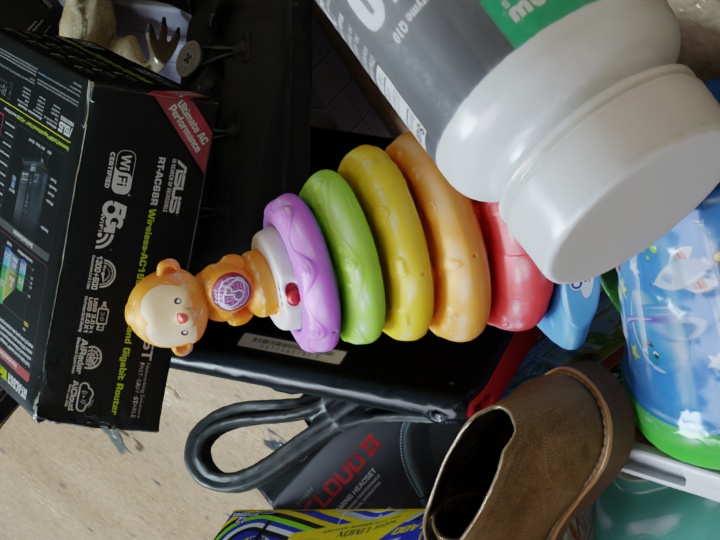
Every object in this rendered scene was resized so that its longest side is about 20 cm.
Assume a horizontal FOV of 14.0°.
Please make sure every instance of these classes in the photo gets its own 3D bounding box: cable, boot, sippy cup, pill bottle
[{"bbox_3d":[0.004,0.065,1.526,0.097,0.200,0.050,54,-163,13],"label":"cable"},{"bbox_3d":[0.048,0.123,1.302,0.074,0.075,0.200,48,133,30],"label":"boot"},{"bbox_3d":[-0.072,-0.075,1.371,0.065,0.201,0.165,6,170,-25],"label":"boot"},{"bbox_3d":[0.164,-0.007,1.244,0.177,0.140,0.131,-6,127,20],"label":"sippy cup"},{"bbox_3d":[0.056,-0.101,1.167,0.200,0.113,0.113,54,162,20],"label":"pill bottle"}]

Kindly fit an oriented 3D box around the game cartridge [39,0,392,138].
[{"bbox_3d":[-0.073,-0.101,1.534,0.200,0.038,0.130,11,148,47],"label":"game cartridge"}]

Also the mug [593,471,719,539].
[{"bbox_3d":[0.177,0.109,1.389,0.115,0.152,0.185,50,155,-20],"label":"mug"}]

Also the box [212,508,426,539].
[{"bbox_3d":[0.010,0.166,1.482,0.199,0.064,0.070,-4,127,37],"label":"box"}]

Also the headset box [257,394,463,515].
[{"bbox_3d":[0.052,0.120,1.583,0.200,0.149,0.077,44,176,-10],"label":"headset box"}]

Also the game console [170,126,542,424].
[{"bbox_3d":[0.000,0.000,1.390,0.199,0.177,0.031,9,134,25],"label":"game console"}]

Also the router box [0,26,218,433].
[{"bbox_3d":[-0.135,-0.023,1.340,0.062,0.151,0.200,8,-171,-23],"label":"router box"}]

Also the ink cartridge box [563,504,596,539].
[{"bbox_3d":[0.124,0.138,1.455,0.047,0.200,0.160,-15,123,37],"label":"ink cartridge box"}]

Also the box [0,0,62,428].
[{"bbox_3d":[-0.209,-0.050,1.538,0.198,0.200,0.050,45,154,-14],"label":"box"}]

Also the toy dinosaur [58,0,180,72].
[{"bbox_3d":[-0.138,-0.107,1.501,0.058,0.201,0.101,2,176,-26],"label":"toy dinosaur"}]

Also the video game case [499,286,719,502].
[{"bbox_3d":[0.154,0.047,1.327,0.200,0.143,0.018,16,129,43],"label":"video game case"}]

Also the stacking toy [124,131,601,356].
[{"bbox_3d":[-0.006,-0.007,1.257,0.110,0.199,0.117,-132,30,-60],"label":"stacking toy"}]
